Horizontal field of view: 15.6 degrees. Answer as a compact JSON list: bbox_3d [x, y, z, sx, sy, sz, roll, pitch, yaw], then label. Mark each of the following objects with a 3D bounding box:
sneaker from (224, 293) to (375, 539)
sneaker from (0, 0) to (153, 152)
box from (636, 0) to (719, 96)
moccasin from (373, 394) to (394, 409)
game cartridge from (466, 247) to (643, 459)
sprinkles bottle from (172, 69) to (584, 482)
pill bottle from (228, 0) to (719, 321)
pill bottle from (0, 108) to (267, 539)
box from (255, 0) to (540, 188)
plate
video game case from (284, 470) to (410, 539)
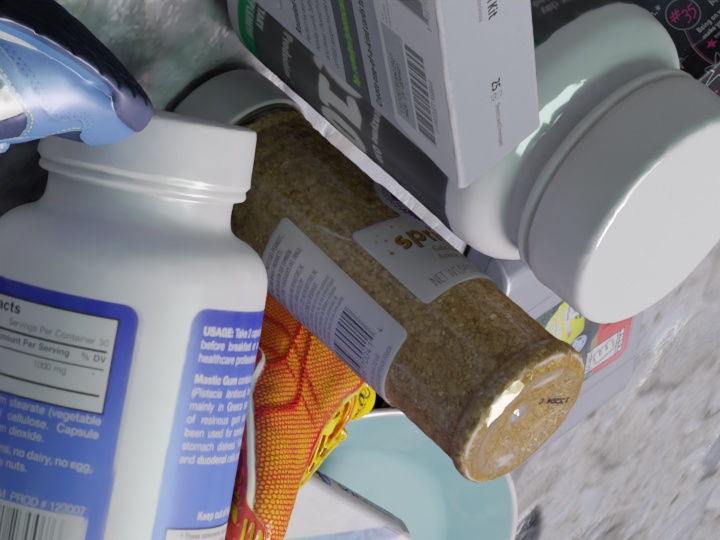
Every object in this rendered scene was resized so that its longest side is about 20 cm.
[{"bbox_3d":[-0.029,0.054,1.123,0.200,0.077,0.073,-83,-165,-55],"label":"sneaker"},{"bbox_3d":[-0.156,-0.068,0.905,0.200,0.074,0.082,13,115,-50],"label":"sneaker"},{"bbox_3d":[0.165,-0.126,1.238,0.200,0.115,0.132,-41,153,-11],"label":"box"},{"bbox_3d":[0.015,0.083,1.336,0.074,0.078,0.201,-48,176,-35],"label":"moccasin"},{"bbox_3d":[0.099,0.033,1.432,0.133,0.041,0.200,-30,147,-23],"label":"game cartridge"},{"bbox_3d":[0.000,0.000,1.070,0.068,0.200,0.068,-35,150,-24],"label":"sprinkles bottle"},{"bbox_3d":[0.051,-0.077,1.028,0.113,0.200,0.113,-34,149,-24],"label":"pill bottle"},{"bbox_3d":[-0.097,0.037,1.025,0.112,0.112,0.200,5,96,-57],"label":"pill bottle"},{"bbox_3d":[-0.024,-0.138,0.860,0.041,0.200,0.156,-39,151,-17],"label":"box"},{"bbox_3d":[-0.017,0.141,1.281,0.200,0.026,0.200,-16,132,-18],"label":"plate"},{"bbox_3d":[-0.104,0.155,1.204,0.182,0.022,0.200,32,100,-26],"label":"video game case"}]
